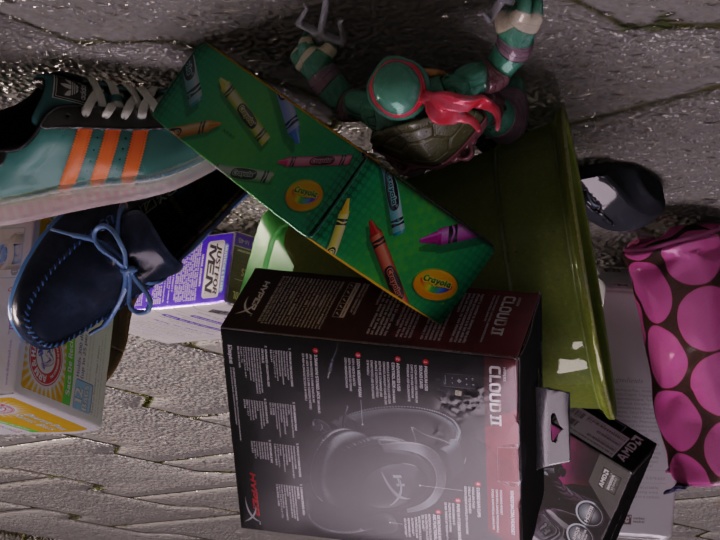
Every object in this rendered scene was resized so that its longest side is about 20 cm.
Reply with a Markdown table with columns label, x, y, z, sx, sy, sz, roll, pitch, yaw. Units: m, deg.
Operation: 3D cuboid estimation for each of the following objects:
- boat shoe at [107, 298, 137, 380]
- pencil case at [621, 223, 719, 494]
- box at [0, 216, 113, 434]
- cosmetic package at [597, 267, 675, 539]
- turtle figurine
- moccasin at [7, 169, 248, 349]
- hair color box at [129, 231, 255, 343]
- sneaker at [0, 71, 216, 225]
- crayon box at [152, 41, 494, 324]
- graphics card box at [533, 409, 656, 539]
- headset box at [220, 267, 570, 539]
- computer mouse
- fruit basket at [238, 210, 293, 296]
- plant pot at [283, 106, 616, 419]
| label | x | y | z | sx | sy | sz | roll | pitch | yaw |
| --- | --- | --- | --- | --- | --- | --- | --- | --- | --- |
| boat shoe | -0.208 | 0.031 | 1.508 | 0.073 | 0.200 | 0.063 | 41 | 153 | -24 |
| pencil case | 0.252 | 0.064 | 1.530 | 0.091 | 0.201 | 0.094 | -16 | -170 | -32 |
| box | -0.238 | 0.005 | 1.399 | 0.101 | 0.201 | 0.112 | -3 | 163 | 25 |
| cosmetic package | 0.219 | 0.105 | 1.629 | 0.074 | 0.201 | 0.102 | 4 | -169 | 1 |
| turtle figurine | 0.033 | -0.104 | 1.154 | 0.149 | 0.101 | 0.200 | 0 | 170 | 14 |
| moccasin | -0.145 | -0.026 | 1.315 | 0.068 | 0.200 | 0.081 | 27 | 161 | 50 |
| hair color box | -0.132 | 0.016 | 1.663 | 0.200 | 0.065 | 0.109 | -4 | 164 | 45 |
| sneaker | -0.165 | -0.090 | 1.283 | 0.199 | 0.071 | 0.080 | -15 | 122 | 0 |
| crayon box | -0.025 | -0.054 | 1.189 | 0.119 | 0.058 | 0.200 | 33 | -176 | -41 |
| graphics card box | 0.119 | 0.139 | 1.574 | 0.200 | 0.051 | 0.126 | 31 | 128 | 17 |
| headset box | 0.026 | 0.086 | 1.210 | 0.199 | 0.077 | 0.149 | 4 | 122 | 14 |
| computer mouse | 0.143 | -0.062 | 1.392 | 0.059 | 0.034 | 0.200 | -10 | 159 | 44 |
| fruit basket | 0.000 | 0.000 | 1.502 | 0.215 | 0.216 | 0.156 | 7 | 128 | -14 |
| plant pot | 0.055 | 0.012 | 1.297 | 0.189 | 0.201 | 0.200 | -10 | 163 | 8 |
